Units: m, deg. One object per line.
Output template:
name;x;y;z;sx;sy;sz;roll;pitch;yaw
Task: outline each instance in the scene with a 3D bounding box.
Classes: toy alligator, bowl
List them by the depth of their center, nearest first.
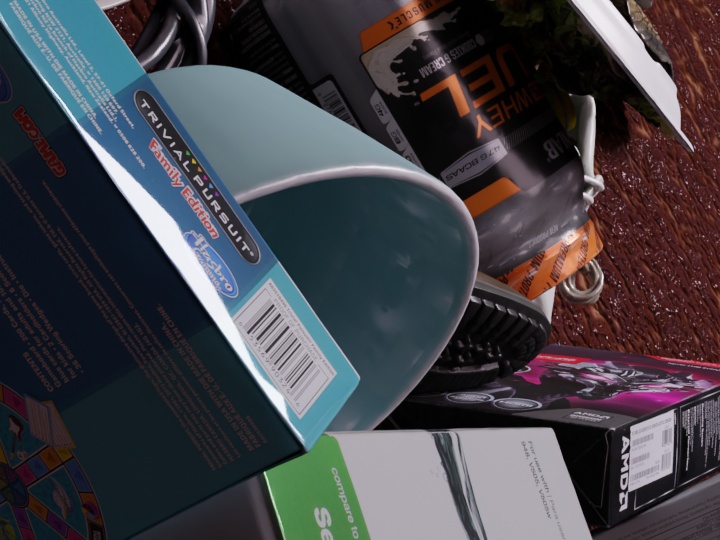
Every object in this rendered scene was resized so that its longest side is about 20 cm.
bowl;-0.067;0.002;0.700;0.201;0.201;0.105;12;36;-52
toy alligator;0.090;-0.078;1.019;0.054;0.059;0.200;115;-48;-73

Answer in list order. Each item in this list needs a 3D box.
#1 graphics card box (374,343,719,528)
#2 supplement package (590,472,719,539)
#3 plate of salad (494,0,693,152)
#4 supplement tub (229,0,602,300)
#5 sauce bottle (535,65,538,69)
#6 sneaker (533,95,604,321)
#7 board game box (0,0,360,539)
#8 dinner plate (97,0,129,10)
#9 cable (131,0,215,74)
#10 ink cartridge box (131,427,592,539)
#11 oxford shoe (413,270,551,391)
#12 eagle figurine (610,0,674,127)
graphics card box;0.107;0.077;0.934;0.200;0.125;0.051;-12;106;-58
supplement package;0.188;0.205;0.921;0.152;0.151;0.200;-9;72;-59
plate of salad;0.096;-0.130;0.946;0.200;0.048;0.200;48;9;-10
supplement tub;0.032;-0.073;0.952;0.200;0.123;0.123;58;30;-4
sauce bottle;0.078;-0.146;1.102;0.065;0.065;0.200;36;61;-36
sneaker;0.100;-0.041;1.078;0.073;0.071;0.200;41;37;-31
board game box;-0.123;0.021;0.558;0.151;0.200;0.047;56;30;-9
dinner plate;-0.153;-0.182;0.747;0.200;0.024;0.200;15;59;-26
cable;-0.139;-0.144;0.784;0.200;0.051;0.163;44;51;-4
ink cartridge box;-0.020;0.119;0.685;0.200;0.147;0.083;5;62;-54
oxford shoe;0.000;0.000;0.857;0.200;0.073;0.084;17;39;-28
eagle figurine;0.164;-0.189;1.253;0.200;0.152;0.151;6;40;-49
